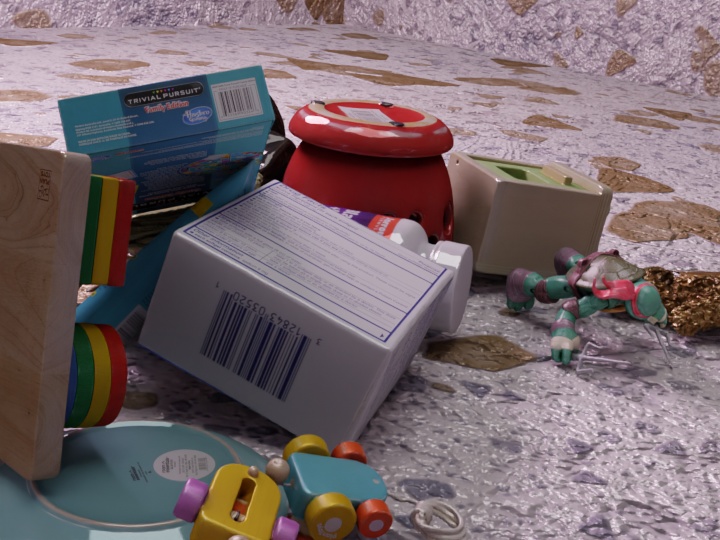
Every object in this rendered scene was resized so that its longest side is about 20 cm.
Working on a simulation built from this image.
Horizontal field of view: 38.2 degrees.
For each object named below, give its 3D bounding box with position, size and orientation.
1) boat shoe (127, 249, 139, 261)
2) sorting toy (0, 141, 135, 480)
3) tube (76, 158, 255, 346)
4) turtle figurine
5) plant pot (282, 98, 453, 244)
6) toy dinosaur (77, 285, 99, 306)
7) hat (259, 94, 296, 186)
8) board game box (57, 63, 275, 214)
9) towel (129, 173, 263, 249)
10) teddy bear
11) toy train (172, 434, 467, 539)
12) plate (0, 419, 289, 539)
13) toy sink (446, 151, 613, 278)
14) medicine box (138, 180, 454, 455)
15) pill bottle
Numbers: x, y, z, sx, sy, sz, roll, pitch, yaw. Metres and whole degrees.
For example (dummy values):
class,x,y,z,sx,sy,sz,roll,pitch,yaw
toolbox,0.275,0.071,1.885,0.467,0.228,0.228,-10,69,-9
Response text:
class,x,y,z,sx,sy,sz,roll,pitch,yaw
boat shoe,-0.201,-0.016,1.044,0.199,0.065,0.071,16,22,28
sorting toy,-0.221,0.016,0.711,0.069,0.200,0.199,3,6,-40
tube,-0.155,-0.011,0.853,0.050,0.200,0.077,44,-11,-2
turtle figurine,0.232,0.029,0.996,0.149,0.101,0.200,-4,15,-25
plant pot,0.009,-0.083,1.123,0.199,0.184,0.201,7,19,-2
toy dinosaur,-0.203,0.022,0.945,0.106,0.061,0.200,20,45,26
hat,-0.121,-0.108,1.156,0.081,0.202,0.200,21,24,28
board game box,-0.156,-0.097,0.840,0.150,0.047,0.200,-12,-8,-13
towel,-0.173,-0.058,0.994,0.147,0.037,0.200,-6,19,3
teddy bear,0.359,0.034,1.079,0.199,0.067,0.145,2,9,11
toy train,-0.027,0.167,0.591,0.150,0.056,0.200,34,23,21
plate,-0.145,0.138,0.675,0.199,0.026,0.200,4,18,-1
toy sink,0.204,-0.062,1.178,0.199,0.113,0.130,7,18,-21
medicine box,-0.044,0.028,0.832,0.181,0.103,0.200,28,22,9
pill bottle,0.000,0.000,0.980,0.199,0.112,0.111,11,20,15
